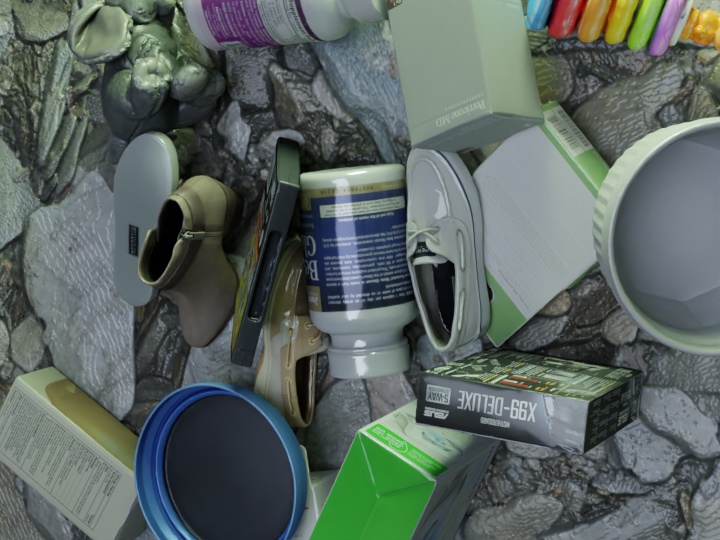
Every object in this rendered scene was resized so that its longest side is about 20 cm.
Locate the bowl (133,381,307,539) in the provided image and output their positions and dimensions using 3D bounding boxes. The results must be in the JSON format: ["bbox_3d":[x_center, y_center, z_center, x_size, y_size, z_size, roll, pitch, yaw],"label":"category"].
[{"bbox_3d":[-0.142,0.214,1.504,0.198,0.039,0.203,3,97,28],"label":"bowl"}]

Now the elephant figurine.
[{"bbox_3d":[-0.230,-0.246,1.516,0.154,0.142,0.202,-23,77,-15],"label":"elephant figurine"}]

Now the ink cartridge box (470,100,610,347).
[{"bbox_3d":[0.159,-0.041,1.395,0.146,0.048,0.200,52,130,10],"label":"ink cartridge box"}]

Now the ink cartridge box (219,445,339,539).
[{"bbox_3d":[-0.073,0.278,1.538,0.116,0.067,0.203,-7,95,28],"label":"ink cartridge box"}]

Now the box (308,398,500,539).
[{"bbox_3d":[0.032,0.239,1.423,0.096,0.176,0.202,30,109,20],"label":"box"}]

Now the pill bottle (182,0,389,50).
[{"bbox_3d":[-0.066,-0.279,1.428,0.198,0.112,0.114,-2,97,25],"label":"pill bottle"}]

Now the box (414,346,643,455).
[{"bbox_3d":[0.159,0.115,1.332,0.156,0.200,0.050,8,97,23],"label":"box"}]

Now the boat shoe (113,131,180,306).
[{"bbox_3d":[-0.219,-0.061,1.540,0.070,0.064,0.202,25,123,19],"label":"boat shoe"}]

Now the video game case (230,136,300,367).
[{"bbox_3d":[-0.093,-0.023,1.439,0.025,0.200,0.183,14,106,-7],"label":"video game case"}]

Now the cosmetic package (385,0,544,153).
[{"bbox_3d":[0.091,-0.218,1.346,0.106,0.090,0.203,-21,72,42],"label":"cosmetic package"}]

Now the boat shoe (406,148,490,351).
[{"bbox_3d":[0.073,-0.022,1.393,0.071,0.065,0.203,2,106,36],"label":"boat shoe"}]

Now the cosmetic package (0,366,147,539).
[{"bbox_3d":[-0.316,0.210,1.641,0.199,0.071,0.106,37,111,16],"label":"cosmetic package"}]

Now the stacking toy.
[{"bbox_3d":[0.255,-0.236,1.302,0.198,0.116,0.111,23,111,6],"label":"stacking toy"}]

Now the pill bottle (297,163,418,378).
[{"bbox_3d":[0.000,0.000,1.438,0.110,0.111,0.203,-3,96,25],"label":"pill bottle"}]

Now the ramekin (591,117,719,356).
[{"bbox_3d":[0.295,-0.035,1.262,0.197,0.105,0.203,-1,101,-7],"label":"ramekin"}]

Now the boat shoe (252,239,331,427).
[{"bbox_3d":[-0.061,0.069,1.504,0.068,0.074,0.202,17,114,19],"label":"boat shoe"}]

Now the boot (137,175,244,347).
[{"bbox_3d":[-0.181,-0.003,1.504,0.070,0.146,0.202,18,105,20],"label":"boot"}]
